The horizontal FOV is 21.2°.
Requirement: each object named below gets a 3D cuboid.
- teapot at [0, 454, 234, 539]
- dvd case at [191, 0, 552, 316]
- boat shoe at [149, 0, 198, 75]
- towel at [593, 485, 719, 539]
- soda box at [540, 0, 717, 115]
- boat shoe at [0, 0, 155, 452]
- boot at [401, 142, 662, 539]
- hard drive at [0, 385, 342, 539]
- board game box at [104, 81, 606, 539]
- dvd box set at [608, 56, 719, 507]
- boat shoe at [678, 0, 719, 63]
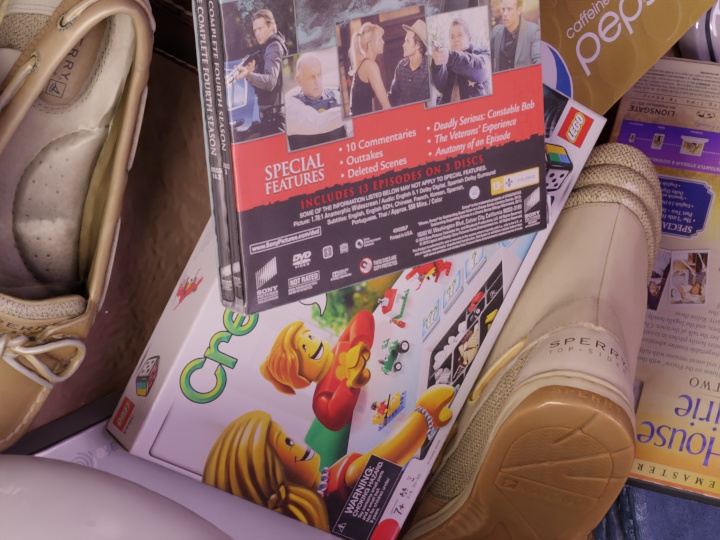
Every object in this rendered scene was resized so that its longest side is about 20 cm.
[{"bbox_3d":[-0.108,0.169,0.644,0.200,0.197,0.146,100,11,-48],"label":"teapot"},{"bbox_3d":[0.005,-0.097,0.686,0.146,0.022,0.201,-17,112,-33],"label":"dvd case"},{"bbox_3d":[-0.111,-0.117,0.702,0.200,0.070,0.071,34,67,-25],"label":"boat shoe"},{"bbox_3d":[0.195,0.095,0.967,0.199,0.048,0.112,-21,107,-34],"label":"towel"},{"bbox_3d":[0.075,-0.098,0.845,0.200,0.064,0.068,-45,119,-25],"label":"soda box"},{"bbox_3d":[-0.118,-0.014,0.677,0.073,0.063,0.201,13,111,-27],"label":"boat shoe"},{"bbox_3d":[0.073,0.054,0.831,0.072,0.200,0.156,17,51,-3],"label":"boot"},{"bbox_3d":[-0.062,0.140,0.794,0.132,0.026,0.201,-25,110,-32],"label":"hard drive"},{"bbox_3d":[0.000,0.000,0.755,0.126,0.035,0.201,25,92,-29],"label":"board game box"},{"bbox_3d":[0.167,0.005,0.870,0.029,0.146,0.201,34,69,-58],"label":"dvd box set"},{"bbox_3d":[0.237,-0.078,0.966,0.200,0.067,0.074,43,70,-32],"label":"boat shoe"}]
